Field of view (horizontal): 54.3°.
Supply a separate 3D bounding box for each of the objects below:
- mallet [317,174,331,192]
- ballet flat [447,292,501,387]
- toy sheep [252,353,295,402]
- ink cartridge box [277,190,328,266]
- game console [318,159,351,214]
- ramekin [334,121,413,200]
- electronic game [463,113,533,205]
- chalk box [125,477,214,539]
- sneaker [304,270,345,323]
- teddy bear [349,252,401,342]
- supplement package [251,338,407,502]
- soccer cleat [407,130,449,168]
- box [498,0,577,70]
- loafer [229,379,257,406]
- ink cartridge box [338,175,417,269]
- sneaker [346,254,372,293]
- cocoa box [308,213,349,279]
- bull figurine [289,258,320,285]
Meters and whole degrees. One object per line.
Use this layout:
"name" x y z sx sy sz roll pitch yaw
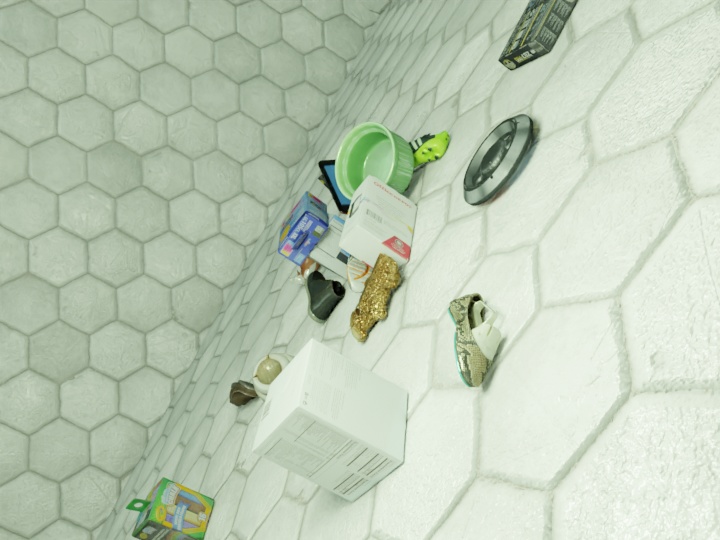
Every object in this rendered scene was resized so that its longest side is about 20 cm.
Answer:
"mallet" -0.038 -0.187 1.928 0.066 0.200 0.041 -10 36 55
"ballet flat" 0.175 0.091 1.062 0.075 0.068 0.200 -35 22 19
"toy sheep" -0.177 0.257 1.622 0.137 0.200 0.139 -10 56 15
"ink cartridge box" -0.151 -0.106 1.854 0.137 0.076 0.200 -52 21 20
"game console" 0.007 -0.260 1.882 0.172 0.118 0.201 -41 55 25
"ramekin" 0.039 -0.263 1.764 0.199 0.097 0.201 -8 79 42
"electronic game" 0.264 -0.214 1.361 0.200 0.041 0.200 -53 17 24
"chalk box" -0.506 0.634 1.829 0.124 0.199 0.124 -46 21 36
"sneaker" -0.089 0.047 1.898 0.106 0.075 0.200 -46 29 23
"teddy bear" 0.032 0.064 1.534 0.145 0.066 0.201 176 117 -81
"supplement package" -0.046 0.250 1.169 0.151 0.199 0.152 -48 19 34
"soccer cleat" 0.147 -0.307 1.797 0.199 0.068 0.081 -5 44 49
"box" 0.400 -0.554 1.553 0.201 0.049 0.161 -61 15 -9
"loafer" -0.341 0.368 2.071 0.200 0.073 0.071 148 139 -66
"ink cartridge box" 0.044 -0.103 1.622 0.086 0.147 0.201 -45 21 37
"sneaker" 0.000 0.000 1.718 0.200 0.078 0.077 -79 12 -57
"cocoa box" -0.075 -0.072 1.935 0.132 0.133 0.200 -58 17 -2
"bull figurine" -0.154 -0.042 2.221 0.200 0.065 0.122 -53 25 13
